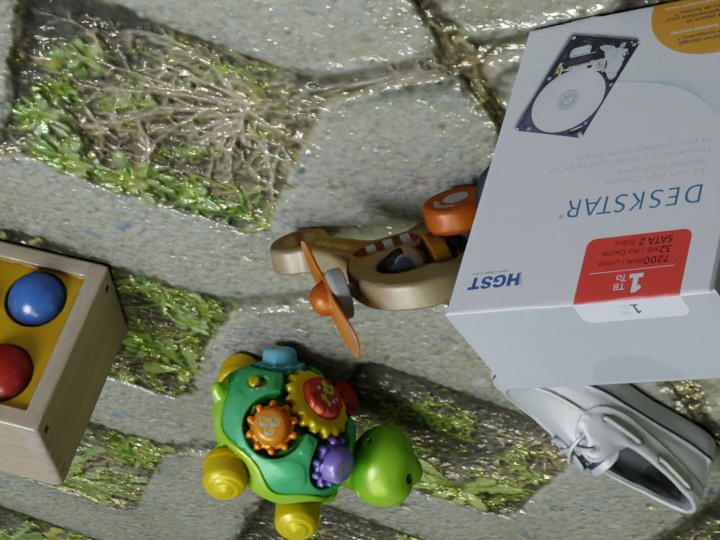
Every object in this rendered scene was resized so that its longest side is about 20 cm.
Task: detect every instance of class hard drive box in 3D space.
[{"bbox_3d":[0.150,-0.043,0.845,0.154,0.202,0.077,-7,141,35],"label":"hard drive box"}]

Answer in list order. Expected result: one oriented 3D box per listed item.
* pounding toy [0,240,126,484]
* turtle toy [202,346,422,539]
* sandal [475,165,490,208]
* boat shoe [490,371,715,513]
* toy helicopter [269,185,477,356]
[{"bbox_3d":[-0.323,0.066,1.290,0.197,0.186,0.143,13,149,10],"label":"pounding toy"},{"bbox_3d":[-0.040,0.140,1.320,0.199,0.147,0.101,33,125,-24],"label":"turtle toy"},{"bbox_3d":[0.155,-0.004,1.035,0.199,0.076,0.043,39,144,-11],"label":"sandal"},{"bbox_3d":[0.187,0.125,1.220,0.198,0.066,0.074,24,149,-9],"label":"boat shoe"},{"bbox_3d":[0.000,0.000,1.083,0.199,0.132,0.080,9,123,49],"label":"toy helicopter"}]
